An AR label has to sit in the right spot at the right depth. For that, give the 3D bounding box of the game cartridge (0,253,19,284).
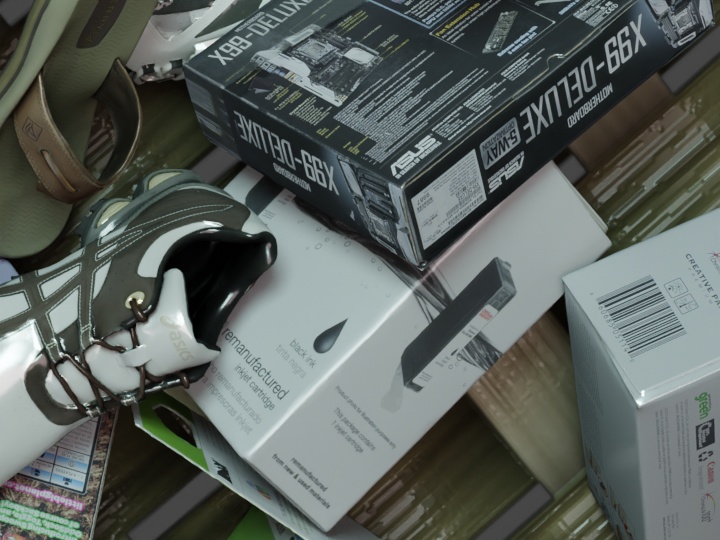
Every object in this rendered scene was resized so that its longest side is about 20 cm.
[{"bbox_3d":[-0.244,0.028,0.912,0.199,0.130,0.039,-20,146,-40],"label":"game cartridge"}]

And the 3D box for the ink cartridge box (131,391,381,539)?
[{"bbox_3d":[-0.053,0.144,0.987,0.199,0.148,0.076,36,92,-12],"label":"ink cartridge box"}]

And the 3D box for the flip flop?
[{"bbox_3d":[-0.127,-0.071,0.908,0.058,0.081,0.201,47,129,16],"label":"flip flop"}]

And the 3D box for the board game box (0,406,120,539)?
[{"bbox_3d":[-0.211,0.132,0.923,0.158,0.201,0.097,18,132,-11],"label":"board game box"}]

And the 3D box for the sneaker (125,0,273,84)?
[{"bbox_3d":[-0.072,-0.121,0.983,0.199,0.074,0.089,-37,100,-3],"label":"sneaker"}]

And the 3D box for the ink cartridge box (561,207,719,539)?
[{"bbox_3d":[0.202,0.056,0.997,0.174,0.084,0.201,-23,143,-7],"label":"ink cartridge box"}]

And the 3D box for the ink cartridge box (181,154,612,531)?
[{"bbox_3d":[0.000,0.000,0.969,0.200,0.144,0.084,-44,136,-2],"label":"ink cartridge box"}]

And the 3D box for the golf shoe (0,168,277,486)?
[{"bbox_3d":[-0.120,0.031,0.888,0.200,0.094,0.078,-48,127,-21],"label":"golf shoe"}]

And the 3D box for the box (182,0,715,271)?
[{"bbox_3d":[0.040,-0.105,0.926,0.200,0.157,0.050,-40,136,-22],"label":"box"}]
